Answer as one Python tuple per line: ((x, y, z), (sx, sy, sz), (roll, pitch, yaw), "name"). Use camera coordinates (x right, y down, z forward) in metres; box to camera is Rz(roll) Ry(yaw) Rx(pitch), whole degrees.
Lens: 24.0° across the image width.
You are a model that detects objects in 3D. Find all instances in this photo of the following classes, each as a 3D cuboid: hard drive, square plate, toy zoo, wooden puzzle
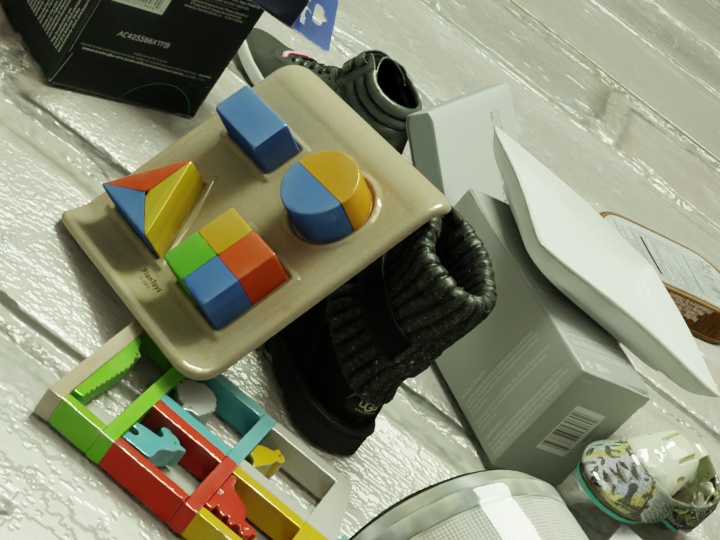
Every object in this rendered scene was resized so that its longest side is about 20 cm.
((0.096, -0.084, 1.457), (0.200, 0.027, 0.133), (-29, 111, -64), "hard drive")
((0.178, -0.004, 1.288), (0.200, 0.028, 0.198), (39, 18, -24), "square plate")
((-0.081, 0.115, 0.989), (0.200, 0.020, 0.131), (40, 25, 3), "toy zoo")
((-0.072, -0.045, 1.063), (0.185, 0.200, 0.046), (46, -17, 41), "wooden puzzle")

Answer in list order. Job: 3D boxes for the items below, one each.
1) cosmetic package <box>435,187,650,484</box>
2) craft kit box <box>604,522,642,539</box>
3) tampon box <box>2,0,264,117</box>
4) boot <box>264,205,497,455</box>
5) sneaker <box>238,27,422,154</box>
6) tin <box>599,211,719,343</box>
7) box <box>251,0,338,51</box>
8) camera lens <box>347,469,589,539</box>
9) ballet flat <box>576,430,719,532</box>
((0.114, 0.047, 1.261), (0.090, 0.107, 0.200), (21, 32, -39), "cosmetic package")
((0.202, 0.274, 1.077), (0.197, 0.049, 0.200), (40, 25, 10), "craft kit box")
((-0.191, -0.241, 1.308), (0.149, 0.126, 0.200), (9, 38, -46), "tampon box")
((0.002, 0.001, 1.126), (0.079, 0.158, 0.212), (15, 34, -39), "boot")
((-0.021, -0.164, 1.437), (0.200, 0.099, 0.071), (48, 29, 22), "sneaker")
((0.295, 0.005, 1.650), (0.199, 0.042, 0.112), (22, 26, -30), "tin")
((-0.094, -0.248, 1.263), (0.200, 0.032, 0.121), (34, 25, -14), "box")
((0.074, 0.216, 0.865), (0.160, 0.160, 0.200), (9, 38, -46), "camera lens")
((0.216, 0.145, 1.220), (0.072, 0.072, 0.200), (52, 13, 27), "ballet flat")
